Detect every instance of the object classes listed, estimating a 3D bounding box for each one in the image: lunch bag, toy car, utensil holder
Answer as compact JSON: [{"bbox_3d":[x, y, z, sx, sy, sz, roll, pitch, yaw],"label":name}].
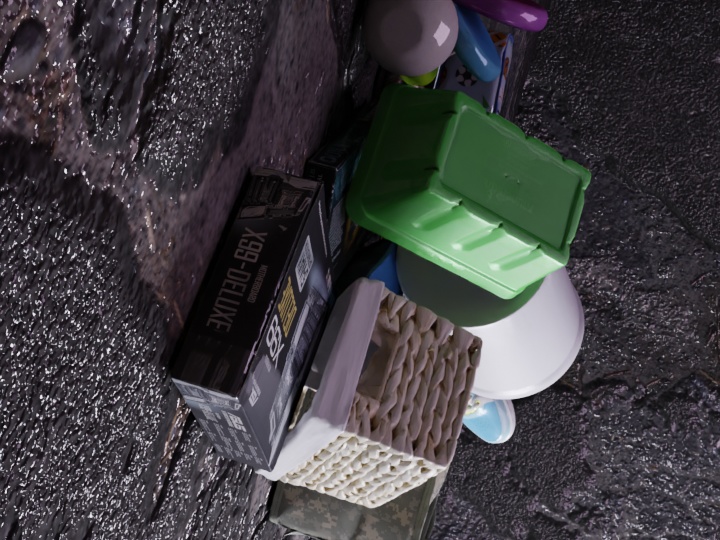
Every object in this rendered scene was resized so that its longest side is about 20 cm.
[{"bbox_3d":[0.009,0.195,1.143,0.118,0.163,0.201,63,44,-74],"label":"lunch bag"},{"bbox_3d":[0.107,-0.157,1.192,0.160,0.075,0.201,78,29,-82],"label":"lunch bag"},{"bbox_3d":[0.094,-0.253,0.958,0.175,0.149,0.201,-51,155,-68],"label":"toy car"},{"bbox_3d":[0.135,0.022,1.144,0.200,0.169,0.171,54,51,-59],"label":"utensil holder"}]

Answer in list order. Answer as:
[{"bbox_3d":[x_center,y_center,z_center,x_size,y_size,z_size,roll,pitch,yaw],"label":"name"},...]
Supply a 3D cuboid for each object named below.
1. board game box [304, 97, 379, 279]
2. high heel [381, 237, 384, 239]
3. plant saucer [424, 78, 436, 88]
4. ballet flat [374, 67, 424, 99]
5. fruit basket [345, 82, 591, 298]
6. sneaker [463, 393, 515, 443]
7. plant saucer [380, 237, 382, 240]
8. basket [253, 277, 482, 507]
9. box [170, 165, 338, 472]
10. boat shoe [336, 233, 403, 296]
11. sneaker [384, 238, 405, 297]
[{"bbox_3d":[-0.015,-0.065,0.995,0.200,0.028,0.136,-56,158,-62],"label":"board game box"},{"bbox_3d":[0.116,-0.071,1.291,0.067,0.199,0.097,44,58,-52],"label":"high heel"},{"bbox_3d":[0.085,-0.223,1.295,0.201,0.039,0.202,15,90,-80],"label":"plant saucer"},{"bbox_3d":[0.041,-0.142,1.145,0.200,0.046,0.068,91,18,-57],"label":"ballet flat"},{"bbox_3d":[0.080,-0.078,1.000,0.216,0.215,0.156,75,32,-72],"label":"fruit basket"},{"bbox_3d":[0.095,0.144,1.278,0.079,0.200,0.131,-34,-174,36],"label":"sneaker"},{"bbox_3d":[0.052,-0.015,1.450,0.200,0.035,0.201,15,90,-80],"label":"plant saucer"},{"bbox_3d":[0.005,0.114,0.938,0.200,0.123,0.136,129,-17,-61],"label":"basket"},{"bbox_3d":[-0.069,0.043,0.791,0.200,0.050,0.158,86,22,-66],"label":"box"},{"bbox_3d":[0.000,0.000,1.091,0.200,0.068,0.085,-22,114,-72],"label":"boat shoe"},{"bbox_3d":[0.021,0.014,1.246,0.200,0.082,0.075,-60,-162,11],"label":"sneaker"}]
